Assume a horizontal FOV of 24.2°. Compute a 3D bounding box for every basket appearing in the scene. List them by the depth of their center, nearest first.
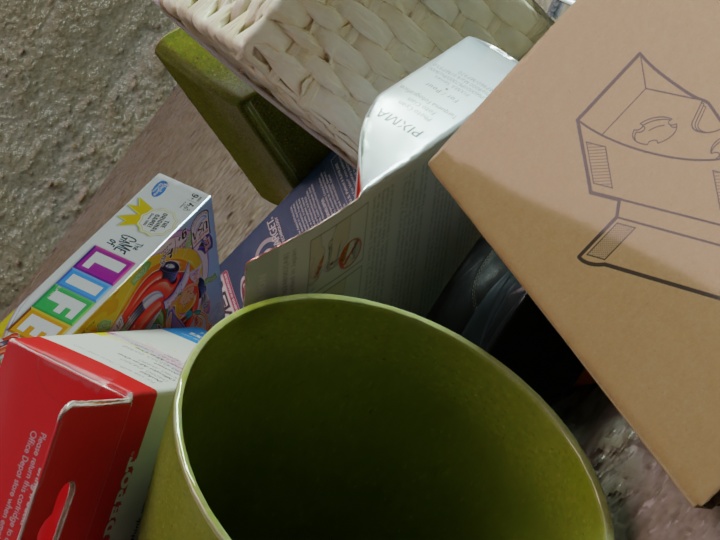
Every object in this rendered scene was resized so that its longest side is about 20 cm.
[{"bbox_3d":[0.012,-0.129,0.900,0.136,0.200,0.123,-51,36,2],"label":"basket"}]

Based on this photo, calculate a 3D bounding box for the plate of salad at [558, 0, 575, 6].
[{"bbox_3d":[0.153,-0.190,0.930,0.048,0.200,0.200,100,-169,-47],"label":"plate of salad"}]

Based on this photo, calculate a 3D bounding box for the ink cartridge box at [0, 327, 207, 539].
[{"bbox_3d":[-0.113,0.091,0.744,0.200,0.067,0.116,2,-70,-66],"label":"ink cartridge box"}]

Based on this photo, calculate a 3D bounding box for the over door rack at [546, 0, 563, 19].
[{"bbox_3d":[0.174,-0.274,1.142,0.148,0.067,0.200,-52,0,-40],"label":"over door rack"}]

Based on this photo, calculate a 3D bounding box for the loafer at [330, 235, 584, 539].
[{"bbox_3d":[0.042,0.066,0.806,0.200,0.073,0.072,-53,35,14],"label":"loafer"}]

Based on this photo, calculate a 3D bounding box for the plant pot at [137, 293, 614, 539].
[{"bbox_3d":[-0.022,0.146,0.709,0.187,0.187,0.200,-74,10,-53],"label":"plant pot"}]

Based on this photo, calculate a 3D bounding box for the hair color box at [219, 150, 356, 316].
[{"bbox_3d":[-0.004,-0.019,1.096,0.200,0.100,0.061,-44,50,28],"label":"hair color box"}]

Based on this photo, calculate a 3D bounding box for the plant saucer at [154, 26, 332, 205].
[{"bbox_3d":[0.000,-0.117,1.057,0.199,0.200,0.048,-26,58,5],"label":"plant saucer"}]

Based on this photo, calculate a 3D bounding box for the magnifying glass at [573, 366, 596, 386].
[{"bbox_3d":[0.092,0.047,0.839,0.080,0.022,0.200,-61,20,-20],"label":"magnifying glass"}]

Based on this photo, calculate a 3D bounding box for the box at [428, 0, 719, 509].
[{"bbox_3d":[0.135,-0.033,0.667,0.164,0.021,0.200,-47,56,18],"label":"box"}]

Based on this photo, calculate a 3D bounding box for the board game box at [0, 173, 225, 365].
[{"bbox_3d":[-0.136,0.065,0.801,0.200,0.034,0.135,-49,-28,-36],"label":"board game box"}]

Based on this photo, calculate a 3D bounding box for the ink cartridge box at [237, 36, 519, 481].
[{"bbox_3d":[0.000,0.000,0.798,0.200,0.047,0.160,-34,-35,-36],"label":"ink cartridge box"}]
